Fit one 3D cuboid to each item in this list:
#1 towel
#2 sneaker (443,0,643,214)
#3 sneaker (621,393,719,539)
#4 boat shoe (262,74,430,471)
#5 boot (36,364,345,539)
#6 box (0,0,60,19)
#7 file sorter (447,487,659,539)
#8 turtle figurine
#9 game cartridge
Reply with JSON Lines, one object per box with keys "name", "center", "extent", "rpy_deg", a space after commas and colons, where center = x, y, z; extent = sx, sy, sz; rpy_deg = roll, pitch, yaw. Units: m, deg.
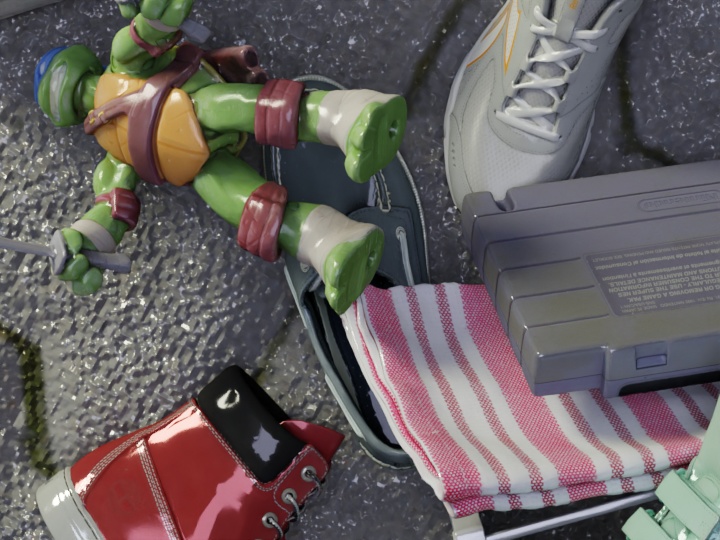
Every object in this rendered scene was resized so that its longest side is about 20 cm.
{"name": "towel", "center": [0.104, 0.045, 0.988], "extent": [0.199, 0.147, 0.030], "rpy_deg": [-7, 127, -18]}
{"name": "sneaker", "center": [0.092, -0.112, 1.033], "extent": [0.075, 0.092, 0.201], "rpy_deg": [21, 93, 1]}
{"name": "sneaker", "center": [0.114, 0.119, 0.901], "extent": [0.118, 0.074, 0.201], "rpy_deg": [14, 97, -12]}
{"name": "boat shoe", "center": [0.000, 0.000, 1.054], "extent": [0.072, 0.062, 0.201], "rpy_deg": [-16, 90, 4]}
{"name": "boot", "center": [-0.048, 0.154, 1.058], "extent": [0.144, 0.072, 0.201], "rpy_deg": [-31, 86, 1]}
{"name": "box", "center": [-0.149, -0.224, 1.042], "extent": [0.199, 0.097, 0.177], "rpy_deg": [-16, 88, 2]}
{"name": "file sorter", "center": [0.126, 0.193, 1.016], "extent": [0.124, 0.139, 0.201], "rpy_deg": [-16, 91, 0]}
{"name": "turtle figurine", "center": [-0.091, -0.053, 0.975], "extent": [0.193, 0.200, 0.145], "rpy_deg": [19, 82, 19]}
{"name": "game cartridge", "center": [0.158, -0.001, 1.002], "extent": [0.199, 0.130, 0.039], "rpy_deg": [-8, 133, -10]}
